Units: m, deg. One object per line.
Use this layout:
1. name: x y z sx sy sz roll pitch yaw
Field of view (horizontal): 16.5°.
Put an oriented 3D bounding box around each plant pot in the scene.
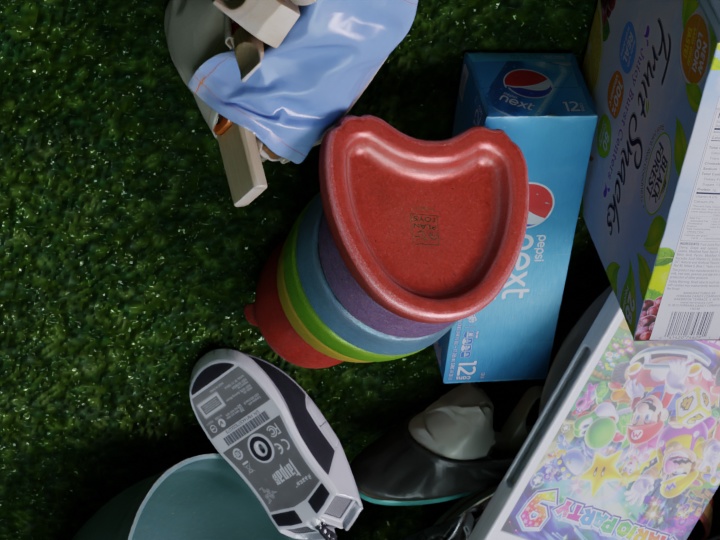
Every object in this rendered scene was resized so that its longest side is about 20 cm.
1. plant pot: -0.124 0.227 1.561 0.134 0.201 0.200 -18 137 38

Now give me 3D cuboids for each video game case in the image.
1. video game case: 0.163 0.108 1.483 0.143 0.018 0.201 22 103 -35

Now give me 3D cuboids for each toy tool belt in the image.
1. toy tool belt: -0.022 -0.137 1.301 0.124 0.123 0.200 20 123 -27

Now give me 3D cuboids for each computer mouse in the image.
1. computer mouse: -0.029 0.127 1.528 0.109 0.044 0.201 -33 92 41

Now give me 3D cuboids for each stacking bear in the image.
1. stacking bear: 0.000 0.000 1.406 0.121 0.115 0.200 4 163 -23

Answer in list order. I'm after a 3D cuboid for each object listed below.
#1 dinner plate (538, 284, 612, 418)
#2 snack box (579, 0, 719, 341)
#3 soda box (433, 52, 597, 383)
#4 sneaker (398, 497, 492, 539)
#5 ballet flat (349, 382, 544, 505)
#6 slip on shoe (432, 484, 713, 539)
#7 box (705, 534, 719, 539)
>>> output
1. dinner plate: 0.199 0.068 1.545 0.199 0.024 0.201 -19 131 -23
2. snack box: 0.176 -0.090 1.353 0.067 0.169 0.201 -2 131 -13
3. soda box: 0.086 -0.029 1.455 0.067 0.064 0.201 -2 131 -11
4. sneaker: 0.069 0.173 1.557 0.199 0.075 0.082 -22 142 15
5. ballet flat: 0.088 0.102 1.572 0.199 0.068 0.069 -4 122 -22
6. slip on shoe: 0.139 0.169 1.637 0.199 0.061 0.074 -12 133 0
7. box: 0.256 0.190 1.642 0.199 0.040 0.137 -23 172 7
